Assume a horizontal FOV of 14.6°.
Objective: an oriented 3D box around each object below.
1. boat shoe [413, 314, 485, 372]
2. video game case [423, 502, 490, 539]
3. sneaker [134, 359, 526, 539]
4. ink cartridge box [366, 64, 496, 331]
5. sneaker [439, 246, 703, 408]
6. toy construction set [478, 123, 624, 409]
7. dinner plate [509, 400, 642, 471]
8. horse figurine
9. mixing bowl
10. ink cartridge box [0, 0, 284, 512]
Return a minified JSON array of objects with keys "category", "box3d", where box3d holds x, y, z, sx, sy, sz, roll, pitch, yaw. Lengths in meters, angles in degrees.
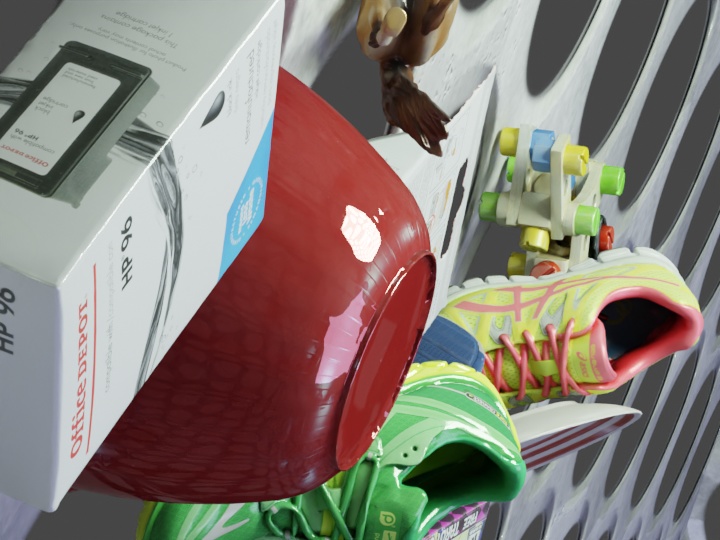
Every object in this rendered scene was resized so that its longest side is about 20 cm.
[{"category":"boat shoe","box3d":[-0.005,0.088,1.482,0.200,0.072,0.072,-37,152,-48]},{"category":"video game case","box3d":[-0.006,0.219,1.485,0.200,0.036,0.182,-21,129,-62]},{"category":"sneaker","box3d":[-0.011,0.098,1.296,0.200,0.084,0.074,-17,136,-24]},{"category":"ink cartridge box","box3d":[0.000,0.000,1.395,0.200,0.050,0.161,-55,161,-51]},{"category":"sneaker","box3d":[0.108,0.043,1.626,0.090,0.200,0.078,-137,-153,-65]},{"category":"toy construction set","box3d":[0.107,0.007,1.721,0.131,0.092,0.200,-23,133,-72]},{"category":"dinner plate","box3d":[0.066,0.109,1.626,0.200,0.200,0.024,18,50,-77]},{"category":"horse figurine","box3d":[0.036,-0.148,1.260,0.133,0.050,0.200,137,-31,-80]},{"category":"mixing bowl","box3d":[-0.038,0.018,1.139,0.200,0.108,0.200,-59,164,-29]},{"category":"ink cartridge box","box3d":[-0.101,-0.005,0.936,0.200,0.068,0.116,-56,162,-40]}]
